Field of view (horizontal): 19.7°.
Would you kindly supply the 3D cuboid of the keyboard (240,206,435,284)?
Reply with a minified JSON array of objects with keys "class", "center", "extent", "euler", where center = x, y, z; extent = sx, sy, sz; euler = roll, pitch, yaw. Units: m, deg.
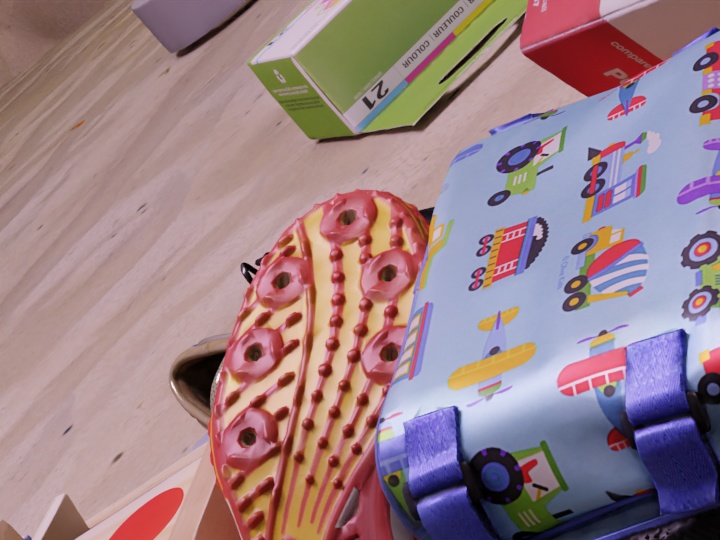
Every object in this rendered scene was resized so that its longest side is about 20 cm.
[{"class":"keyboard","center":[0.000,0.000,0.973],"extent":[0.104,0.040,0.200],"euler":[-14,-1,-1]}]

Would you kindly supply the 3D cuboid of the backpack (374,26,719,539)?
[{"class":"backpack","center":[0.124,0.016,0.488],"extent":[0.200,0.135,0.183],"euler":[-22,30,32]}]

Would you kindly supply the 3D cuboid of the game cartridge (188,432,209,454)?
[{"class":"game cartridge","center":[0.002,0.052,0.894],"extent":[0.200,0.040,0.133],"euler":[-39,11,7]}]

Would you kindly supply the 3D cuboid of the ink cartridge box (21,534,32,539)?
[{"class":"ink cartridge box","center":[-0.189,0.195,0.877],"extent":[0.200,0.076,0.137],"euler":[-26,23,43]}]

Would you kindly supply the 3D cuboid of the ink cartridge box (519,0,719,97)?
[{"class":"ink cartridge box","center":[0.161,-0.146,0.716],"extent":[0.200,0.083,0.147],"euler":[-17,52,51]}]

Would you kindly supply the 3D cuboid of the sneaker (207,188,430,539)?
[{"class":"sneaker","center":[0.008,0.074,0.544],"extent":[0.073,0.077,0.201],"euler":[-15,66,21]}]

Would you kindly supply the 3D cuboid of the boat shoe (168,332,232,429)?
[{"class":"boat shoe","center":[-0.017,0.051,0.740],"extent":[0.200,0.076,0.072],"euler":[174,104,-66]}]

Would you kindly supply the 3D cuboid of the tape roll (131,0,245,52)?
[{"class":"tape roll","center":[-0.155,-0.328,2.265],"extent":[0.200,0.066,0.200],"euler":[-37,16,12]}]

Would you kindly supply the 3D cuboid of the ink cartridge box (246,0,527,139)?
[{"class":"ink cartridge box","center":[0.026,-0.164,1.356],"extent":[0.148,0.076,0.200],"euler":[-45,14,-13]}]

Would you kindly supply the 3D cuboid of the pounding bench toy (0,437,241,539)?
[{"class":"pounding bench toy","center":[-0.036,0.105,0.664],"extent":[0.156,0.124,0.200],"euler":[-35,16,22]}]
